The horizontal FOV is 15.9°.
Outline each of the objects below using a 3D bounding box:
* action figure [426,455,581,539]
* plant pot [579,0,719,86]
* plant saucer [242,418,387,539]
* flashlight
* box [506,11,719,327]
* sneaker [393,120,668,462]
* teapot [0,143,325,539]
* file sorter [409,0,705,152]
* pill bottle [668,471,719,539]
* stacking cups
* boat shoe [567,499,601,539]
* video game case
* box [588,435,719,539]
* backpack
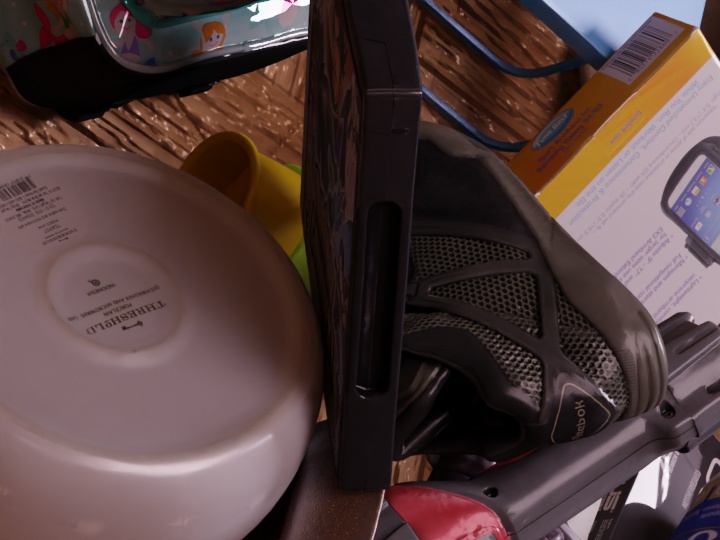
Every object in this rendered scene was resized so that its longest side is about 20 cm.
[{"bbox_3d":[0.052,0.088,1.188,0.130,0.069,0.201,22,74,-3],"label":"action figure"},{"bbox_3d":[0.241,-0.082,1.418,0.175,0.200,0.201,56,44,-44],"label":"plant pot"},{"bbox_3d":[-0.044,0.145,1.054,0.032,0.200,0.201,23,59,-9],"label":"plant saucer"},{"bbox_3d":[0.075,0.087,1.127,0.200,0.068,0.068,-33,79,-19],"label":"flashlight"},{"bbox_3d":[0.161,-0.016,1.270,0.119,0.041,0.200,-45,127,-9],"label":"box"},{"bbox_3d":[0.030,0.010,1.113,0.114,0.199,0.076,-24,141,-24],"label":"sneaker"},{"bbox_3d":[-0.119,0.059,1.025,0.199,0.146,0.198,15,44,-13],"label":"teapot"},{"bbox_3d":[0.094,-0.182,1.318,0.139,0.122,0.201,38,55,-34],"label":"file sorter"},{"bbox_3d":[0.175,0.195,1.232,0.120,0.119,0.200,58,46,-18],"label":"pill bottle"},{"bbox_3d":[0.000,0.000,1.218,0.200,0.060,0.061,28,61,-39],"label":"stacking cups"},{"bbox_3d":[0.070,0.150,1.247,0.068,0.075,0.200,52,58,-25],"label":"boat shoe"},{"bbox_3d":[-0.003,-0.047,1.015,0.200,0.025,0.181,-98,-170,-54],"label":"video game case"},{"bbox_3d":[0.156,0.187,1.336,0.158,0.050,0.200,49,50,-26],"label":"box"},{"bbox_3d":[-0.089,-0.184,1.119,0.177,0.150,0.201,-18,88,-46],"label":"backpack"}]
